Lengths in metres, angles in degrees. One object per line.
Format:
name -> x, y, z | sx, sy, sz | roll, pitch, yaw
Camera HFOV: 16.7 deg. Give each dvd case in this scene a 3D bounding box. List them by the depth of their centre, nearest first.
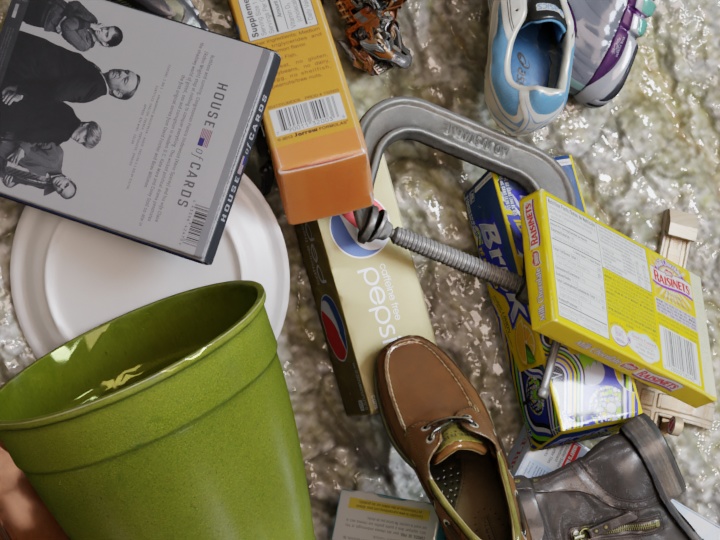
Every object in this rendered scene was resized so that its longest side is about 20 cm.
dvd case -> -0.167, -0.104, 1.664 | 0.199, 0.025, 0.151 | 18, 87, 18

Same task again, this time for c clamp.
c clamp -> 0.074, -0.029, 1.713 | 0.199, 0.027, 0.172 | 27, 67, -9

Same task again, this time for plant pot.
plant pot -> -0.118, 0.138, 1.604 | 0.199, 0.200, 0.194 | -27, 104, -17

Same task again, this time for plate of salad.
plate of salad -> -0.145, 0.004, 1.700 | 0.198, 0.048, 0.202 | 1, 99, 9

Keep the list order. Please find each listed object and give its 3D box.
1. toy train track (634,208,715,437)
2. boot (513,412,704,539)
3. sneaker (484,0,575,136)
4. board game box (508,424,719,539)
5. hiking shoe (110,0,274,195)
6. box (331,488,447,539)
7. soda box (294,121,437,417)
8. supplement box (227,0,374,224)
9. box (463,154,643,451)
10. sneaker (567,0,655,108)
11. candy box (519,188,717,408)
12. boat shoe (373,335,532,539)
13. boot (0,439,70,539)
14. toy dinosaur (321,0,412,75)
toy train track -> 0.225, 0.052, 1.827 | 0.114, 0.033, 0.201 | 14, 80, -14
boot -> 0.155, 0.208, 1.730 | 0.173, 0.069, 0.201 | -26, 109, -7
sneaker -> 0.123, -0.196, 1.759 | 0.071, 0.072, 0.201 | 9, 68, -29
board game box -> 0.164, 0.245, 1.786 | 0.199, 0.041, 0.201 | 31, 77, -11
hiking shoe -> -0.143, -0.121, 1.711 | 0.100, 0.076, 0.201 | -33, 98, -17
box -> 0.013, 0.260, 1.717 | 0.082, 0.049, 0.201 | 7, 81, 26
soda box -> 0.000, 0.000, 1.748 | 0.064, 0.068, 0.201 | -15, 89, -17
supplement box -> -0.045, -0.134, 1.699 | 0.068, 0.067, 0.201 | -13, 56, -2
box -> 0.138, 0.022, 1.767 | 0.070, 0.064, 0.201 | -9, 75, -21
sneaker -> 0.184, -0.226, 1.822 | 0.087, 0.074, 0.201 | 25, 79, -8
candy box -> 0.184, 0.023, 1.728 | 0.199, 0.026, 0.103 | 26, 49, -44
boat shoe -> 0.068, 0.122, 1.652 | 0.072, 0.068, 0.201 | -24, 67, -10
boot -> -0.258, 0.217, 1.609 | 0.188, 0.068, 0.201 | -32, 92, -15
toy dinosaur -> 0.007, -0.238, 1.736 | 0.201, 0.135, 0.102 | 61, 40, -35
